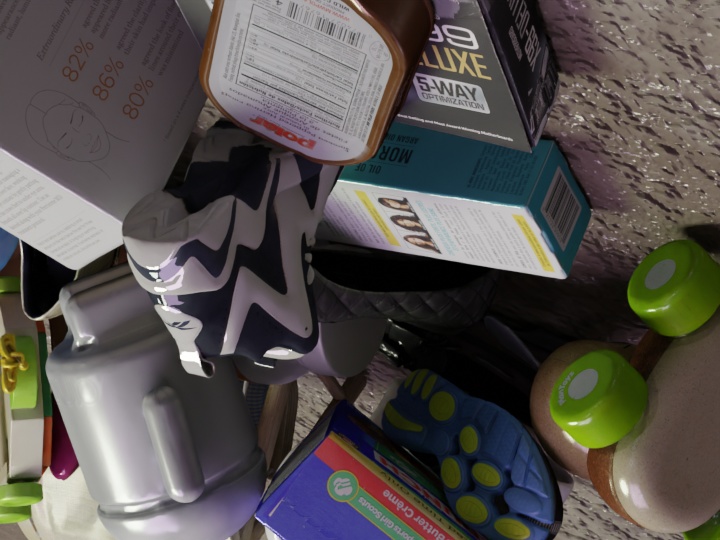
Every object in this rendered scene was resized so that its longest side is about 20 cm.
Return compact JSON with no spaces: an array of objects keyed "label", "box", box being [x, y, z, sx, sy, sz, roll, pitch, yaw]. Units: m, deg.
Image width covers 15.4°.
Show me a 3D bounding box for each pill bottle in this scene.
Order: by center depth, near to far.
[{"label":"pill bottle","box":[-0.086,0.015,1.769,0.200,0.112,0.112,9,153,32]}]

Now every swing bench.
[{"label":"swing bench","box":[-0.133,0.119,1.923,0.199,0.200,0.130,9,153,30]}]

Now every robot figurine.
[{"label":"robot figurine","box":[-0.127,0.095,1.687,0.170,0.113,0.200,-131,22,-77]}]

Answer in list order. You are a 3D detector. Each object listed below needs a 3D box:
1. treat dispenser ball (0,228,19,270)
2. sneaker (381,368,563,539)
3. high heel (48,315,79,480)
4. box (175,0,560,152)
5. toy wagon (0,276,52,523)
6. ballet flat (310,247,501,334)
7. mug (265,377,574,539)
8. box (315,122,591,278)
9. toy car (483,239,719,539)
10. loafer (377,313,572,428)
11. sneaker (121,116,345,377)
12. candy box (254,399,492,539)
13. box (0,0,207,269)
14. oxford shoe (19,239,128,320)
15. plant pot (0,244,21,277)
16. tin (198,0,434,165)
[{"label":"treat dispenser ball","box":[-0.311,-0.060,1.709,0.201,0.201,0.201,20,156,9]},{"label":"sneaker","box":[0.083,0.121,1.698,0.083,0.071,0.200,30,-176,-28]},{"label":"high heel","box":[-0.212,0.046,1.846,0.096,0.200,0.067,28,139,-25]},{"label":"box","box":[-0.004,-0.144,1.431,0.200,0.050,0.158,14,154,23]},{"label":"toy wagon","box":[-0.235,0.084,1.814,0.040,0.155,0.200,-3,167,-15]},{"label":"ballet flat","box":[0.000,0.000,1.654,0.200,0.057,0.066,7,-148,-37]},{"label":"mug","box":[0.024,0.177,1.858,0.200,0.175,0.148,26,-173,-30]},{"label":"box","box":[0.031,-0.049,1.600,0.200,0.049,0.082,10,153,29]},{"label":"toy car","box":[0.165,0.072,1.640,0.164,0.158,0.200,43,166,-29]},{"label":"loafer","box":[0.071,0.060,1.778,0.200,0.063,0.072,18,158,13]},{"label":"sneaker","box":[-0.051,-0.014,1.535,0.079,0.199,0.130,8,127,28]},{"label":"candy box","box":[0.025,0.169,1.694,0.169,0.077,0.200,40,-175,-1]},{"label":"box","box":[-0.197,-0.121,1.533,0.200,0.152,0.106,33,155,-17]},{"label":"oxford shoe","box":[-0.176,-0.053,1.676,0.071,0.074,0.200,23,127,22]},{"label":"plant pot","box":[-0.363,0.002,1.926,0.177,0.200,0.200,16,158,45]},{"label":"tin","box":[-0.027,-0.117,1.403,0.112,0.042,0.200,28,157,3]}]
